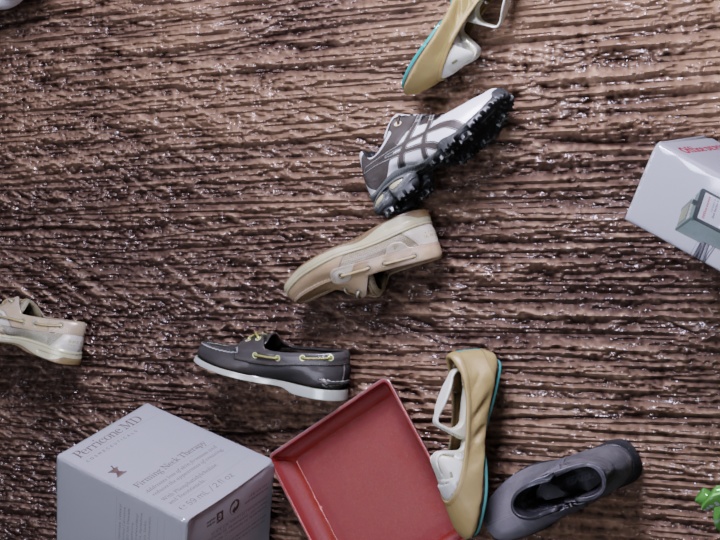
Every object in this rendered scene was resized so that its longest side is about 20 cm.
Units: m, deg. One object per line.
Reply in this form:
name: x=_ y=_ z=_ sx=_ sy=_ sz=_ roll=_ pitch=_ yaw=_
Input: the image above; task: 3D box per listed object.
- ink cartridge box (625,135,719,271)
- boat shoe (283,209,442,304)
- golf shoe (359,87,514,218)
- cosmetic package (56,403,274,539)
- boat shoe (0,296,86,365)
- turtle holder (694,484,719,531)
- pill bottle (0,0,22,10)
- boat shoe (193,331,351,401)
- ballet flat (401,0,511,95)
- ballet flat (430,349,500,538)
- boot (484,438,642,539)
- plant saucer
ink cartridge box: x=0.371 y=-0.044 z=1.501 sx=0.200 sy=0.146 sz=0.084 roll=32 pitch=112 yaw=27
boat shoe: x=0.000 y=0.000 z=1.784 sx=0.199 sy=0.071 sz=0.065 roll=-28 pitch=79 yaw=30
golf shoe: x=0.073 y=-0.146 z=1.721 sx=0.200 sy=0.078 sz=0.095 roll=-39 pitch=69 yaw=24
cosmetic package: x=-0.231 y=0.289 z=1.885 sx=0.199 sy=0.167 sz=0.167 roll=20 pitch=120 yaw=28
boat shoe: x=-0.438 y=0.066 z=2.073 sx=0.199 sy=0.072 sz=0.065 roll=18 pitch=95 yaw=27
turtle holder: x=0.406 y=0.198 z=1.491 sx=0.131 sy=0.141 sz=0.186 roll=34 pitch=150 yaw=8
pill bottle: x=-0.488 y=-0.384 z=2.031 sx=0.199 sy=0.116 sz=0.117 roll=-3 pitch=93 yaw=32
boat shoe: x=-0.101 y=0.102 z=1.862 sx=0.200 sy=0.072 sz=0.061 roll=11 pitch=97 yaw=24
ballet flat: x=0.112 y=-0.259 z=1.693 sx=0.063 sy=0.069 sz=0.201 roll=34 pitch=113 yaw=10
ballet flat: x=0.104 y=0.183 z=1.713 sx=0.069 sy=0.063 sz=0.201 roll=165 pitch=114 yaw=-70
boot: x=0.184 y=0.232 z=1.654 sx=0.200 sy=0.131 sz=0.070 roll=-36 pitch=77 yaw=30
plant saucer: x=0.014 y=0.252 z=1.821 sx=0.200 sy=0.037 sz=0.200 roll=-36 pitch=76 yaw=29
